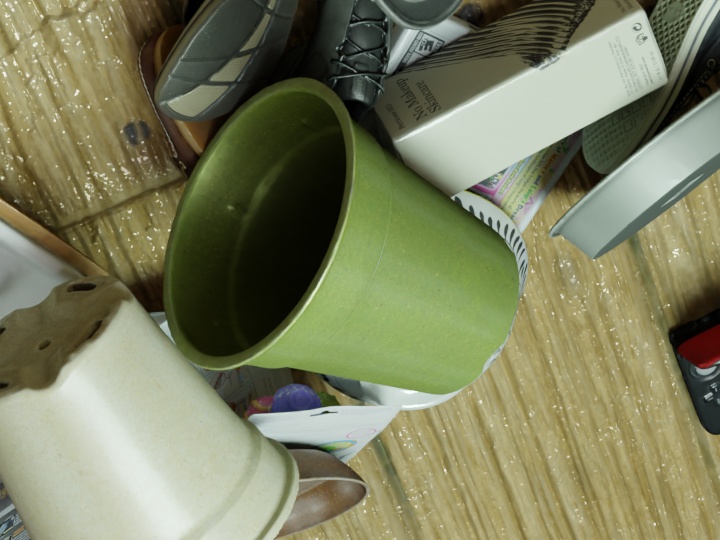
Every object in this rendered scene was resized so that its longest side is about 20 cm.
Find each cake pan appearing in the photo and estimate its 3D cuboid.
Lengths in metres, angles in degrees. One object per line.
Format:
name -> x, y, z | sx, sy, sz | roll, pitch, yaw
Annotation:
cake pan -> 0.225, -0.074, 1.727 | 0.200, 0.200, 0.037 | -38, 83, 9

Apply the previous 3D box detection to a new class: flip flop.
flip flop -> -0.084, -0.194, 1.606 | 0.081, 0.057, 0.201 | 20, 93, -46

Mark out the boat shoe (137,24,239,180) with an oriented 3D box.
boat shoe -> -0.102, -0.082, 1.675 | 0.070, 0.070, 0.201 | -8, 124, 43

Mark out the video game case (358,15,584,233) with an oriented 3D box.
video game case -> 0.061, -0.083, 1.759 | 0.181, 0.024, 0.201 | 21, 113, -29

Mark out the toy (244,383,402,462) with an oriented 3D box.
toy -> -0.053, 0.118, 1.789 | 0.114, 0.048, 0.200 | -4, 158, -18

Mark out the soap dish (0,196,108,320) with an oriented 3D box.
soap dish -> -0.301, 0.022, 1.673 | 0.200, 0.081, 0.157 | -45, 125, 14

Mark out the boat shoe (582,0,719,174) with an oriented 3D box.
boat shoe -> 0.231, -0.153, 1.728 | 0.062, 0.075, 0.201 | 25, 100, -38

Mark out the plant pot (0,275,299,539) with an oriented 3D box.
plant pot -> -0.172, 0.114, 1.607 | 0.200, 0.201, 0.184 | -30, 115, 3

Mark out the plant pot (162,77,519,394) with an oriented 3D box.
plant pot -> 0.000, 0.000, 1.600 | 0.189, 0.200, 0.200 | 24, 113, -35

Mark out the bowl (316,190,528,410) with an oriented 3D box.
bowl -> 0.036, 0.040, 1.764 | 0.199, 0.095, 0.202 | -6, 135, -6

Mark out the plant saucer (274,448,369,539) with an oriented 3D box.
plant saucer -> -0.093, 0.173, 1.785 | 0.199, 0.035, 0.200 | -12, 162, -4

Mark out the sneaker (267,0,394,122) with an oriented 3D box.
sneaker -> -0.003, -0.161, 1.643 | 0.075, 0.091, 0.201 | 7, 119, -21

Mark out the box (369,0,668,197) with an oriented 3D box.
box -> 0.109, -0.130, 1.681 | 0.199, 0.082, 0.069 | -28, 126, -3

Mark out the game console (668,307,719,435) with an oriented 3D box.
game console -> 0.360, 0.061, 1.896 | 0.199, 0.119, 0.173 | -25, 127, 0

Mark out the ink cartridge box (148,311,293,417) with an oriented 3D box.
ink cartridge box -> -0.151, 0.085, 1.772 | 0.200, 0.047, 0.161 | -38, 142, -19

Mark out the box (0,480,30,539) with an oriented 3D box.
box -> -0.308, 0.214, 1.745 | 0.200, 0.048, 0.159 | -37, 147, -52

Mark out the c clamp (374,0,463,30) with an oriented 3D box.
c clamp -> 0.048, -0.268, 1.593 | 0.171, 0.027, 0.201 | 29, 86, -47
